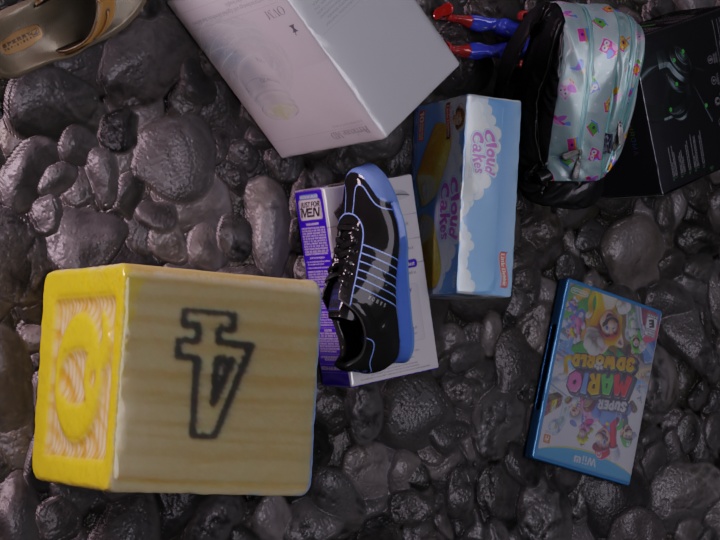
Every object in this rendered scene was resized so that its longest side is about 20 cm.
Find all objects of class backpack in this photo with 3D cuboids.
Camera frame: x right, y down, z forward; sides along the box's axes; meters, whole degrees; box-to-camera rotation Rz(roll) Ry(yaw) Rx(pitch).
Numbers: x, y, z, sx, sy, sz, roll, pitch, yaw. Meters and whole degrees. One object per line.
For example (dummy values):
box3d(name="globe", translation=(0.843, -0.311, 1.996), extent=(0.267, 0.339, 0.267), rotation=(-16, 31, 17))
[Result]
box3d(name="backpack", translation=(0.216, -0.178, 1.859), extent=(0.125, 0.167, 0.202), rotation=(4, 108, -19))

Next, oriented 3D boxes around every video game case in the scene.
box3d(name="video game case", translation=(0.260, 0.124, 1.996), extent=(0.142, 0.018, 0.202), rotation=(18, 79, -30))

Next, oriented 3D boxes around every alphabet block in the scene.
box3d(name="alphabet block", translation=(-0.168, 0.100, 1.634), extent=(0.198, 0.195, 0.198), rotation=(5, 84, -30))

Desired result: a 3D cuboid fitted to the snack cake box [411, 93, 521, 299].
box3d(name="snack cake box", translation=(0.105, -0.072, 1.848), extent=(0.067, 0.115, 0.202), rotation=(5, 85, -25))

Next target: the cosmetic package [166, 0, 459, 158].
box3d(name="cosmetic package", translation=(-0.048, -0.226, 1.714), extent=(0.123, 0.199, 0.200), rotation=(-47, 111, -24))

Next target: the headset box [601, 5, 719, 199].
box3d(name="headset box", translation=(0.334, -0.185, 1.986), extent=(0.199, 0.092, 0.176), rotation=(-24, 105, -40))

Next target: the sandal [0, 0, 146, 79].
box3d(name="sandal", translation=(-0.267, -0.240, 1.664), extent=(0.199, 0.054, 0.081), rotation=(-36, 106, -27))

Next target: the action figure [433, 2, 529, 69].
box3d(name="action figure", translation=(0.171, -0.246, 1.940), extent=(0.199, 0.052, 0.066), rotation=(3, 84, -34))

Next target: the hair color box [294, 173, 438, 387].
box3d(name="hair color box", translation=(0.006, 0.009, 1.819), extent=(0.109, 0.065, 0.202), rotation=(-10, 95, -31))

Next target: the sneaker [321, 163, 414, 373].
box3d(name="sneaker", translation=(0.000, 0.000, 1.740), extent=(0.077, 0.070, 0.202), rotation=(-11, 94, -34))
